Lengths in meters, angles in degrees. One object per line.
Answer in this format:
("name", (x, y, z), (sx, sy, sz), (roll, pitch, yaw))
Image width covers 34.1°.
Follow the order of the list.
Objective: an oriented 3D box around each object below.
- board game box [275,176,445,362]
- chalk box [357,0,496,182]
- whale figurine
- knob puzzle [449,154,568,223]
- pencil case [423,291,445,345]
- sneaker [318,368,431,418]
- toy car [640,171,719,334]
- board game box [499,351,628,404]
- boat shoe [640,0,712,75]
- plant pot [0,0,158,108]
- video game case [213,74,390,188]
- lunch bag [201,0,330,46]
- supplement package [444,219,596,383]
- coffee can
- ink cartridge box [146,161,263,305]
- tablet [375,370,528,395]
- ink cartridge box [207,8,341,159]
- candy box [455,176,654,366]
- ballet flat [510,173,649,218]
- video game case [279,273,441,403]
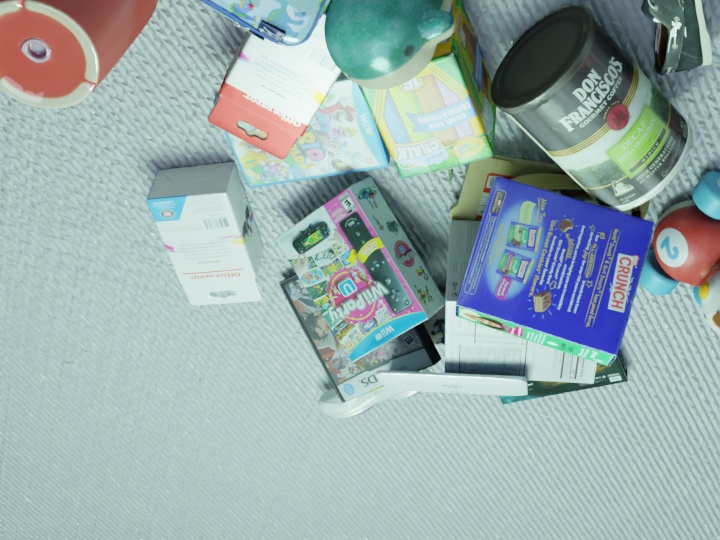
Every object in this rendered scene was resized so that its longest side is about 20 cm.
("board game box", (0.000, 0.000, 1.582), (0.147, 0.064, 0.201), (-32, 91, 34))
("chalk box", (0.090, -0.199, 1.398), (0.123, 0.125, 0.201), (-12, 133, 19))
("whale figurine", (0.042, -0.296, 1.270), (0.200, 0.159, 0.104), (-50, 134, -2))
("knob puzzle", (0.216, -0.071, 1.568), (0.217, 0.031, 0.221), (4, 134, 4))
("pencil case", (0.131, 0.076, 1.687), (0.198, 0.078, 0.090), (4, 117, 5))
("sneaker", (0.011, 0.162, 1.810), (0.199, 0.075, 0.100), (-23, 108, 27))
("toy car", (0.463, 0.017, 1.497), (0.175, 0.201, 0.185), (18, 133, -10))
("board game box", (0.286, 0.132, 1.755), (0.198, 0.028, 0.136), (-13, 130, 20))
("boat shoe", (0.343, -0.302, 1.297), (0.067, 0.072, 0.201), (-12, 133, 13))
("plant pot", (-0.343, -0.293, 1.334), (0.198, 0.178, 0.202), (4, 134, 4))
("video game case", (-0.074, -0.178, 1.516), (0.198, 0.018, 0.144), (-8, 131, 15))
("lunch bag", (-0.088, -0.354, 1.256), (0.160, 0.083, 0.201), (30, 105, -10))
("supplement package", (0.213, 0.041, 1.548), (0.198, 0.153, 0.152), (2, 136, 6))
("coffee can", (0.270, -0.186, 1.369), (0.146, 0.147, 0.200), (-33, 123, 33))
("ink cartridge box", (-0.207, -0.047, 1.627), (0.114, 0.068, 0.201), (-4, 133, 12))
("tablet", (0.125, 0.153, 1.579), (0.198, 0.014, 0.130), (1, 167, 9))
("ink cartridge box", (-0.091, -0.244, 1.404), (0.115, 0.068, 0.201), (26, 125, -15))
("candy box", (0.232, 0.001, 1.411), (0.198, 0.171, 0.077), (18, 170, 10))
("ballet flat", (0.265, -0.086, 1.482), (0.198, 0.063, 0.069), (-3, 130, 10))
("video game case", (-0.003, 0.071, 1.664), (0.180, 0.025, 0.201), (-26, 94, 35))
